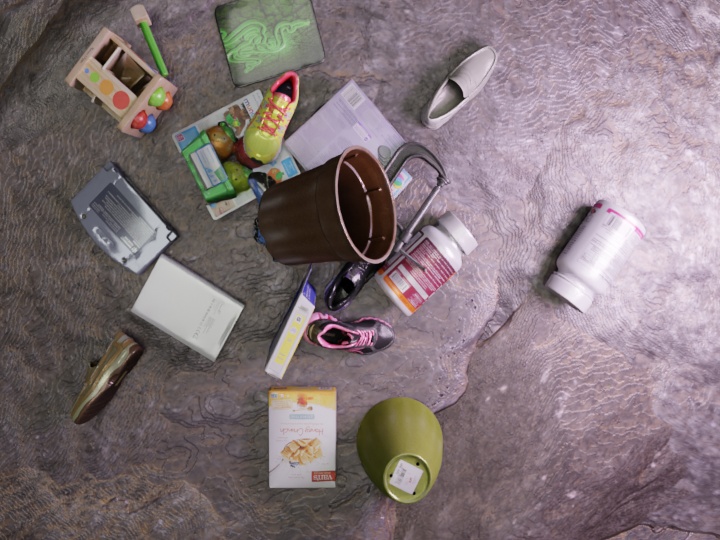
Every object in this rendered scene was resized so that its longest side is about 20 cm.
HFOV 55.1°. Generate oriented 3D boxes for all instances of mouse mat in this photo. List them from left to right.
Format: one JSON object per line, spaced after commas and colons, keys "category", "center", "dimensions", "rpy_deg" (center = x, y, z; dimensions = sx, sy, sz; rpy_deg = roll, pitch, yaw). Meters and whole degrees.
{"category": "mouse mat", "center": [-0.180, -0.469, 1.371], "dimensions": [0.195, 0.008, 0.165], "rpy_deg": [-16, 95, 2]}

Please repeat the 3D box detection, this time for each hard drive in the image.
{"category": "hard drive", "center": [-0.349, 0.076, 1.405], "dimensions": [0.197, 0.026, 0.134], "rpy_deg": [31, 94, -3]}

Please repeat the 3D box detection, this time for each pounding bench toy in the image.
{"category": "pounding bench toy", "center": [-0.423, -0.378, 1.316], "dimensions": [0.155, 0.124, 0.201], "rpy_deg": [39, 93, -4]}

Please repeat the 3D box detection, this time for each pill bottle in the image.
{"category": "pill bottle", "center": [0.130, -0.016, 1.360], "dimensions": [0.199, 0.110, 0.110], "rpy_deg": [-42, 94, 3]}
{"category": "pill bottle", "center": [0.459, -0.026, 1.361], "dimensions": [0.112, 0.113, 0.202], "rpy_deg": [35, 94, -3]}

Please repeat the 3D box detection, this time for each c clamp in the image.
{"category": "c clamp", "center": [0.100, -0.130, 1.303], "dimensions": [0.168, 0.027, 0.203], "rpy_deg": [30, 96, 5]}

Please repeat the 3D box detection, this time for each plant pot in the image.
{"category": "plant pot", "center": [-0.066, -0.099, 1.233], "dimensions": [0.194, 0.199, 0.206], "rpy_deg": [-10, 96, 31]}
{"category": "plant pot", "center": [0.082, 0.369, 1.347], "dimensions": [0.181, 0.200, 0.193], "rpy_deg": [0, 95, 0]}

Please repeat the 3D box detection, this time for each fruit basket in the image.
{"category": "fruit basket", "center": [-0.243, -0.227, 1.348], "dimensions": [0.196, 0.094, 0.189], "rpy_deg": [-27, 94, -2]}

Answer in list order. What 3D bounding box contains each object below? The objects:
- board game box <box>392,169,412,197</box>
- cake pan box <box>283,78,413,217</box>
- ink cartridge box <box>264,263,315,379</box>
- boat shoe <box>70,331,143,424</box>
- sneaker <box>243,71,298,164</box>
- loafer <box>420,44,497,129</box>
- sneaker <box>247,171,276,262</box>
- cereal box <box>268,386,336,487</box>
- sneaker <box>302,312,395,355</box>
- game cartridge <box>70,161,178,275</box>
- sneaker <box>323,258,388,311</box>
{"category": "board game box", "center": [-0.010, -0.157, 1.378], "dimensions": [0.134, 0.034, 0.200], "rpy_deg": [44, 93, 3]}
{"category": "cake pan box", "center": [-0.025, -0.237, 1.335], "dimensions": [0.184, 0.052, 0.201], "rpy_deg": [-42, 88, 2]}
{"category": "ink cartridge box", "center": [-0.120, 0.085, 1.322], "dimensions": [0.046, 0.198, 0.203], "rpy_deg": [28, 95, -6]}
{"category": "boat shoe", "center": [-0.528, 0.215, 1.402], "dimensions": [0.076, 0.072, 0.201], "rpy_deg": [38, 86, 11]}
{"category": "sneaker", "center": [-0.166, -0.295, 1.304], "dimensions": [0.076, 0.090, 0.205], "rpy_deg": [21, 65, -13]}
{"category": "loafer", "center": [0.197, -0.359, 1.351], "dimensions": [0.070, 0.070, 0.201], "rpy_deg": [40, 93, -4]}
{"category": "sneaker", "center": [-0.179, -0.095, 1.343], "dimensions": [0.087, 0.079, 0.204], "rpy_deg": [-17, 121, 8]}
{"category": "cereal box", "center": [-0.119, 0.344, 1.423], "dimensions": [0.139, 0.040, 0.207], "rpy_deg": [-1, 95, 0]}
{"category": "sneaker", "center": [-0.014, 0.133, 1.366], "dimensions": [0.194, 0.095, 0.082], "rpy_deg": [5, 93, -21]}
{"category": "game cartridge", "center": [-0.478, -0.098, 1.385], "dimensions": [0.133, 0.042, 0.201], "rpy_deg": [-42, 94, 7]}
{"category": "sneaker", "center": [0.000, 0.000, 1.370], "dimensions": [0.075, 0.088, 0.202], "rpy_deg": [34, 93, -3]}
